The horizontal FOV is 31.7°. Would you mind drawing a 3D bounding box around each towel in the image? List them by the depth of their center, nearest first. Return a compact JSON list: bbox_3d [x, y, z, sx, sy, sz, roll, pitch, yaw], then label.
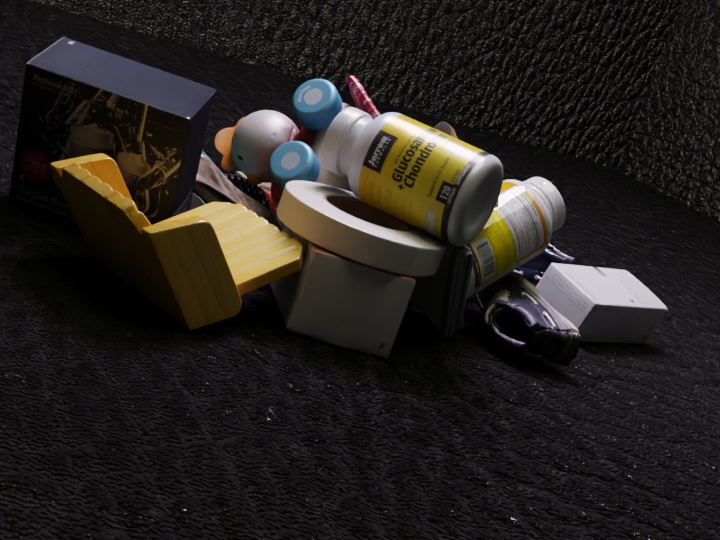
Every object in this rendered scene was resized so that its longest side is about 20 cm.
[{"bbox_3d":[0.071,-0.030,1.581,0.031,0.150,0.200,-20,49,-26],"label":"towel"},{"bbox_3d":[0.042,-0.146,1.640,0.201,0.022,0.145,59,-2,14],"label":"towel"}]

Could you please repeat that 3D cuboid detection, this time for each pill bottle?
[{"bbox_3d":[0.057,-0.116,1.470,0.199,0.113,0.112,26,15,22],"label":"pill bottle"},{"bbox_3d":[0.171,-0.047,1.638,0.199,0.110,0.109,-29,41,-30],"label":"pill bottle"}]

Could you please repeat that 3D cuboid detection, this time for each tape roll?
[{"bbox_3d":[0.002,-0.050,1.450,0.202,0.037,0.203,19,14,-5],"label":"tape roll"}]

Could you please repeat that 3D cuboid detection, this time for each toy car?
[{"bbox_3d":[-0.107,-0.143,1.658,0.199,0.178,0.184,8,-23,24],"label":"toy car"}]

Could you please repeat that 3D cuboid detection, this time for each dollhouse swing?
[{"bbox_3d":[-0.182,-0.061,1.337,0.175,0.182,0.200,-36,43,-22],"label":"dollhouse swing"}]

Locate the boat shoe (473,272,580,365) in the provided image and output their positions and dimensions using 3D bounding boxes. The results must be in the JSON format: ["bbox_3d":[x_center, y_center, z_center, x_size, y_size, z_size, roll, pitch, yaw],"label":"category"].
[{"bbox_3d":[0.190,0.049,1.626,0.092,0.075,0.200,18,12,-40],"label":"boat shoe"}]

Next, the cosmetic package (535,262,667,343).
[{"bbox_3d":[0.349,0.049,1.851,0.199,0.074,0.102,5,33,-48],"label":"cosmetic package"}]

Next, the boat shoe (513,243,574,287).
[{"bbox_3d":[0.236,-0.015,1.935,0.199,0.093,0.075,27,15,28],"label":"boat shoe"}]

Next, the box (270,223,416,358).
[{"bbox_3d":[-0.027,0.008,1.469,0.124,0.098,0.200,17,14,-16],"label":"box"}]

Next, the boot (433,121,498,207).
[{"bbox_3d":[0.121,-0.123,1.612,0.075,0.074,0.200,31,21,-25],"label":"boot"}]

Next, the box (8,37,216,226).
[{"bbox_3d":[-0.291,-0.146,1.478,0.199,0.183,0.104,18,29,4],"label":"box"}]

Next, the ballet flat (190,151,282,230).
[{"bbox_3d":[-0.176,-0.076,1.636,0.200,0.068,0.068,41,44,-35],"label":"ballet flat"}]

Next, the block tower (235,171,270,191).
[{"bbox_3d":[-0.103,-0.100,1.885,0.199,0.058,0.054,8,17,-45],"label":"block tower"}]

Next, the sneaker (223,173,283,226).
[{"bbox_3d":[-0.130,-0.076,1.755,0.198,0.071,0.093,9,-21,3],"label":"sneaker"}]
